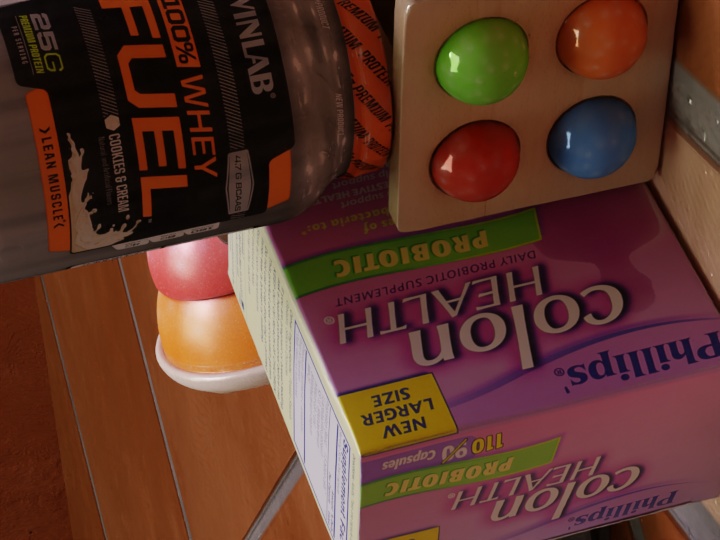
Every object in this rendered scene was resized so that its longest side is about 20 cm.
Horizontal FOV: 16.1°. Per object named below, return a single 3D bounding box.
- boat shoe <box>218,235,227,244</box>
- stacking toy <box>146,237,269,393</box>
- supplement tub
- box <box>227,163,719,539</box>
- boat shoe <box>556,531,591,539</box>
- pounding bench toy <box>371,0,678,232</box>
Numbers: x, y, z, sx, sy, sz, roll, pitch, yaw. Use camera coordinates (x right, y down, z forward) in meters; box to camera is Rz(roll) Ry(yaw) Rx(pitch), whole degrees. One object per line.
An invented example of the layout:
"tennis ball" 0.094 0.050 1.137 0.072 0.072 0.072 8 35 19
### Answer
"boat shoe" -0.059 -0.045 1.385 0.072 0.068 0.201 -124 18 -59
"stacking toy" -0.081 -0.043 1.504 0.201 0.145 0.146 69 171 -26
"supplement tub" -0.094 -0.069 1.072 0.122 0.199 0.123 167 90 -75
"box" 0.049 0.019 1.145 0.097 0.175 0.201 93 160 -48
"boat shoe" 0.085 0.118 1.344 0.062 0.072 0.201 -107 16 -84
"pounding bench toy" 0.056 -0.140 1.087 0.156 0.124 0.201 -116 19 -44
